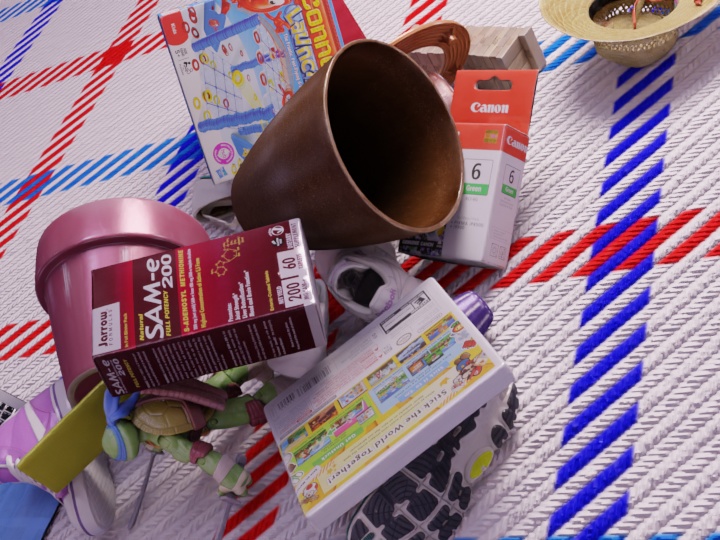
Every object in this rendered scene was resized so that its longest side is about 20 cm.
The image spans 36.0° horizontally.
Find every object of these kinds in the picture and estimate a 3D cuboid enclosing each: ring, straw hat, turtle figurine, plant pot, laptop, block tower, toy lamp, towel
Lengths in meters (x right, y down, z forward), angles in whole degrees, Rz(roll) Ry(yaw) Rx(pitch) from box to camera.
[{"bbox_3d":[0.046,-0.200,1.246,0.199,0.201,0.019,-37,72,-3],"label":"ring"},{"bbox_3d":[0.295,-0.267,1.191,0.198,0.086,0.203,-10,44,10],"label":"straw hat"},{"bbox_3d":[-0.146,0.167,1.061,0.192,0.202,0.143,-27,3,-28],"label":"turtle figurine"},{"bbox_3d":[-0.032,-0.095,1.084,0.199,0.187,0.189,-23,34,41],"label":"plant pot"},{"bbox_3d":[-0.412,0.191,1.210,0.116,0.198,0.189,-46,19,47],"label":"laptop"},{"bbox_3d":[-0.249,0.054,1.184,0.197,0.200,0.181,-21,54,17],"label":"plant pot"},{"bbox_3d":[0.125,-0.258,1.338,0.198,0.054,0.058,12,56,45],"label":"block tower"},{"bbox_3d":[0.040,0.097,1.012,0.200,0.058,0.058,-42,37,-6],"label":"toy lamp"},{"bbox_3d":[-0.235,0.123,1.050,0.018,0.086,0.200,38,77,27],"label":"towel"}]

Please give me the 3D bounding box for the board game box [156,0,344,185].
[{"bbox_3d":[-0.112,-0.227,1.283,0.193,0.203,0.056,-20,17,-7],"label":"board game box"}]

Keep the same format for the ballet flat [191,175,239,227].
[{"bbox_3d":[-0.133,-0.084,1.347,0.198,0.070,0.070,-2,47,41],"label":"ballet flat"}]

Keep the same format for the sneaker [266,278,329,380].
[{"bbox_3d":[-0.060,0.035,1.104,0.201,0.069,0.082,-119,41,-67],"label":"sneaker"}]

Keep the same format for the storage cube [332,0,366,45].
[{"bbox_3d":[-0.102,-0.289,1.398,0.170,0.181,0.200,-35,12,-2],"label":"storage cube"}]

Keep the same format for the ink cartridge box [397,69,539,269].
[{"bbox_3d":[0.108,-0.108,1.108,0.108,0.050,0.204,8,86,41],"label":"ink cartridge box"}]

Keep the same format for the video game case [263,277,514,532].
[{"bbox_3d":[0.016,0.106,0.941,0.199,0.023,0.182,-37,27,0],"label":"video game case"}]

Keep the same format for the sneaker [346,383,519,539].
[{"bbox_3d":[0.057,0.163,0.927,0.200,0.078,0.079,-47,19,-24],"label":"sneaker"}]

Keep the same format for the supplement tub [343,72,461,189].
[{"bbox_3d":[0.030,-0.119,1.215,0.199,0.107,0.107,-36,36,-1],"label":"supplement tub"}]

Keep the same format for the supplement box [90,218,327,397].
[{"bbox_3d":[-0.136,0.032,0.986,0.197,0.061,0.110,-15,48,0],"label":"supplement box"}]

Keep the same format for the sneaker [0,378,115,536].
[{"bbox_3d":[-0.320,0.212,1.135,0.113,0.073,0.201,-30,41,-3],"label":"sneaker"}]

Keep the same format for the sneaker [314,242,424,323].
[{"bbox_3d":[0.000,0.000,1.105,0.199,0.099,0.076,34,97,52],"label":"sneaker"}]
